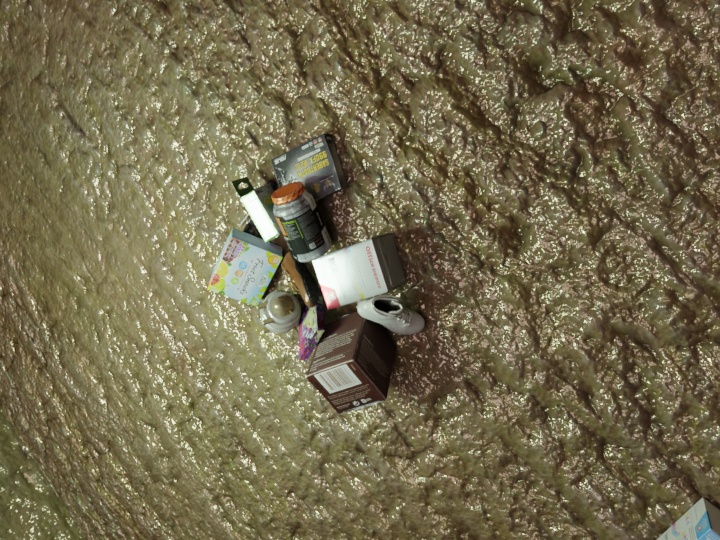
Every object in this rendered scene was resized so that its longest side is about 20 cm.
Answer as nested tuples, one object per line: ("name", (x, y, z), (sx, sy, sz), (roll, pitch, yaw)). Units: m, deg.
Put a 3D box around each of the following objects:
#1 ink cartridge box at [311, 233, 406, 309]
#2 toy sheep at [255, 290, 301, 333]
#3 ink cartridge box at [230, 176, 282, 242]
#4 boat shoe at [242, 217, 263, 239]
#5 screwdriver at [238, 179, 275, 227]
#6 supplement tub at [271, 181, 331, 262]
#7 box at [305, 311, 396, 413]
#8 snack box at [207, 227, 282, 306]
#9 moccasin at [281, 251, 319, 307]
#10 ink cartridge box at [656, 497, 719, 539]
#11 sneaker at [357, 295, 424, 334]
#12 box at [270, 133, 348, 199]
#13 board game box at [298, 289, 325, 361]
("ink cartridge box", (0.000, 0.000, 1.458), (0.197, 0.144, 0.148), (-16, 92, 29))
("toy sheep", (-0.243, 0.127, 1.606), (0.139, 0.137, 0.200), (54, 161, 7))
("ink cartridge box", (-0.286, -0.193, 1.567), (0.059, 0.104, 0.202), (-26, 99, 24))
("boat shoe", (-0.336, -0.102, 1.654), (0.072, 0.065, 0.203), (28, 111, 20))
("screwdriver", (-0.323, -0.200, 1.647), (0.201, 0.028, 0.029), (-50, 49, 23))
("supplement tub", (-0.167, -0.136, 1.493), (0.121, 0.123, 0.202), (-5, 123, 27))
("box", (-0.020, 0.247, 1.459), (0.164, 0.201, 0.165), (-23, 119, 29))
("snack box", (-0.353, -0.007, 1.634), (0.167, 0.068, 0.201), (22, 117, -23))
("moccasin", (-0.182, 0.033, 1.564), (0.078, 0.073, 0.202), (-47, 58, 18))
("ink cartridge box", (0.769, 0.653, 1.207), (0.125, 0.128, 0.202), (37, 114, 16))
("sneaker", (0.100, 0.119, 1.404), (0.115, 0.197, 0.075), (155, 129, -67))
("box", (-0.148, -0.279, 1.532), (0.197, 0.048, 0.161), (-17, 92, 29))
("board game box", (-0.144, 0.153, 1.547), (0.032, 0.201, 0.121), (18, 116, -17))
